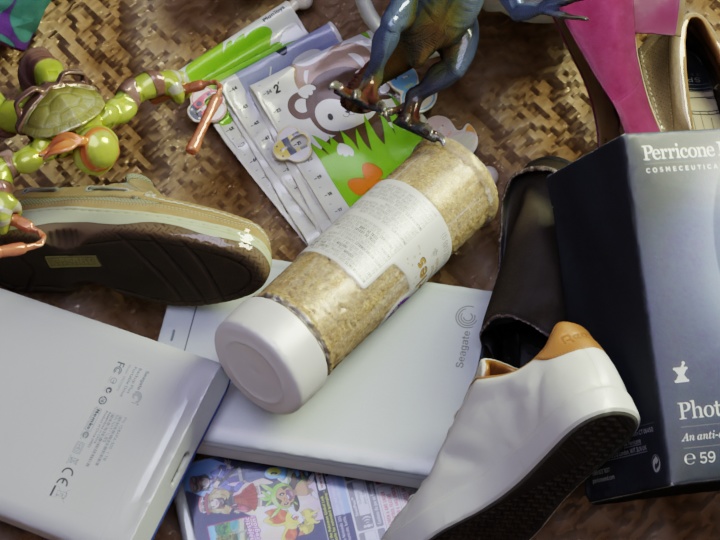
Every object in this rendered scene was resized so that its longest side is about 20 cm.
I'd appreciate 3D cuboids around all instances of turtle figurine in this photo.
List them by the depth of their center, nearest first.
[{"bbox_3d":[-0.196,-0.087,1.381,0.200,0.065,0.161,-38,37,-18],"label":"turtle figurine"}]

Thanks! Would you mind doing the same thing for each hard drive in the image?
[{"bbox_3d":[-0.191,0.089,1.346,0.199,0.025,0.133,17,69,25],"label":"hard drive"},{"bbox_3d":[-0.026,0.059,1.367,0.198,0.027,0.133,8,59,9],"label":"hard drive"}]

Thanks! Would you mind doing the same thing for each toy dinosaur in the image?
[{"bbox_3d":[0.045,-0.178,1.336,0.104,0.200,0.183,23,90,-30],"label":"toy dinosaur"}]

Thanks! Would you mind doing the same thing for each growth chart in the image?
[{"bbox_3d":[-0.018,-0.092,1.450,0.144,0.018,0.200,-39,73,-14],"label":"growth chart"}]

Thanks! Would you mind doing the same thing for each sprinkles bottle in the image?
[{"bbox_3d":[0.000,0.000,1.341,0.068,0.068,0.200,37,58,15],"label":"sprinkles bottle"}]

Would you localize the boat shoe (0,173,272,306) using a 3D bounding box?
[{"bbox_3d":[-0.142,-0.030,1.384,0.198,0.072,0.076,5,48,19],"label":"boat shoe"}]

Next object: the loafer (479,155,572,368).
[{"bbox_3d":[0.111,0.025,1.347,0.073,0.071,0.202,-14,71,37],"label":"loafer"}]

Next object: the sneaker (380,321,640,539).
[{"bbox_3d":[0.075,0.105,1.280,0.200,0.072,0.085,-43,51,29],"label":"sneaker"}]

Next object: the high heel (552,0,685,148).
[{"bbox_3d":[0.144,-0.091,1.370,0.095,0.067,0.202,-1,110,-22],"label":"high heel"}]

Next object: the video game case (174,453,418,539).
[{"bbox_3d":[-0.007,0.192,1.332,0.181,0.023,0.202,-13,69,-4],"label":"video game case"}]

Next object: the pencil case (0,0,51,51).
[{"bbox_3d":[-0.213,-0.246,1.438,0.092,0.085,0.201,34,102,34],"label":"pencil case"}]

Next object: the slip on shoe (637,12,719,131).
[{"bbox_3d":[0.225,-0.068,1.401,0.075,0.061,0.201,0,62,-26],"label":"slip on shoe"}]

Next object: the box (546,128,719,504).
[{"bbox_3d":[0.228,0.023,1.294,0.198,0.123,0.200,-5,81,-18],"label":"box"}]

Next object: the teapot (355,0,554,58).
[{"bbox_3d":[0.123,-0.219,1.428,0.197,0.199,0.147,-26,107,-46],"label":"teapot"}]
